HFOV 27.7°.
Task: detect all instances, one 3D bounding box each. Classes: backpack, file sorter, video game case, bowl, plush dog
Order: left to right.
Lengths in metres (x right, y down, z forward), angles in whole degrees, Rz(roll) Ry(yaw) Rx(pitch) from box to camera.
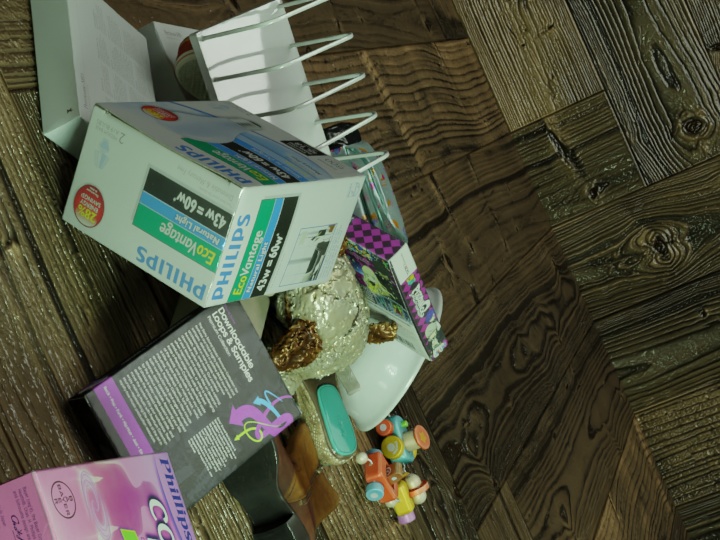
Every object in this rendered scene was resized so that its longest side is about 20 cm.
[{"bbox_3d":[-0.069,-0.189,1.595,0.139,0.124,0.201,-32,111,-42],"label":"file sorter"},{"bbox_3d":[-0.042,0.044,1.598,0.172,0.160,0.201,78,21,-72],"label":"plush dog"},{"bbox_3d":[-0.017,-0.099,2.004,0.167,0.126,0.201,-39,107,-75],"label":"backpack"},{"bbox_3d":[0.000,0.000,1.683,0.200,0.036,0.182,30,-24,40],"label":"video game case"},{"bbox_3d":[0.012,0.091,1.816,0.090,0.201,0.201,29,29,-11],"label":"bowl"}]

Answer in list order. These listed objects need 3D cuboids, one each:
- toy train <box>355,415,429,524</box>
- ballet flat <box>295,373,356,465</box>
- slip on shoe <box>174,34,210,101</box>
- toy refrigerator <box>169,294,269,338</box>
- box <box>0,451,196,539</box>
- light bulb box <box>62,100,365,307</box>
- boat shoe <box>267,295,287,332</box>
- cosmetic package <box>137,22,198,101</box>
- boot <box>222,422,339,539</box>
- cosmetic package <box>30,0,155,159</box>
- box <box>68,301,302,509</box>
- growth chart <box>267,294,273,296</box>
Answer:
[{"bbox_3d":[0.048,0.235,1.873,0.200,0.055,0.151,-88,155,-53],"label":"toy train"},{"bbox_3d":[-0.059,0.133,1.705,0.070,0.065,0.201,5,66,-42],"label":"ballet flat"},{"bbox_3d":[-0.140,-0.199,1.670,0.200,0.074,0.061,41,29,-43],"label":"slip on shoe"},{"bbox_3d":[-0.150,0.077,1.499,0.070,0.076,0.200,57,20,-26],"label":"toy refrigerator"},{"bbox_3d":[-0.205,0.242,1.114,0.200,0.096,0.177,9,59,-69],"label":"box"},{"bbox_3d":[-0.140,-0.072,1.415,0.198,0.125,0.200,30,21,27],"label":"light bulb box"},{"bbox_3d":[-0.109,-0.012,1.722,0.200,0.075,0.060,56,15,-26],"label":"boat shoe"},{"bbox_3d":[-0.193,-0.209,1.738,0.151,0.052,0.200,70,19,3],"label":"cosmetic package"},{"bbox_3d":[-0.077,0.200,1.566,0.189,0.068,0.200,64,18,-7],"label":"boot"},{"bbox_3d":[-0.273,-0.195,1.521,0.151,0.052,0.201,43,29,-54],"label":"cosmetic package"},{"bbox_3d":[-0.156,0.126,1.345,0.200,0.036,0.143,-37,105,-40],"label":"box"},{"bbox_3d":[-0.162,-0.050,1.562,0.144,0.018,0.200,18,30,-29],"label":"growth chart"}]
